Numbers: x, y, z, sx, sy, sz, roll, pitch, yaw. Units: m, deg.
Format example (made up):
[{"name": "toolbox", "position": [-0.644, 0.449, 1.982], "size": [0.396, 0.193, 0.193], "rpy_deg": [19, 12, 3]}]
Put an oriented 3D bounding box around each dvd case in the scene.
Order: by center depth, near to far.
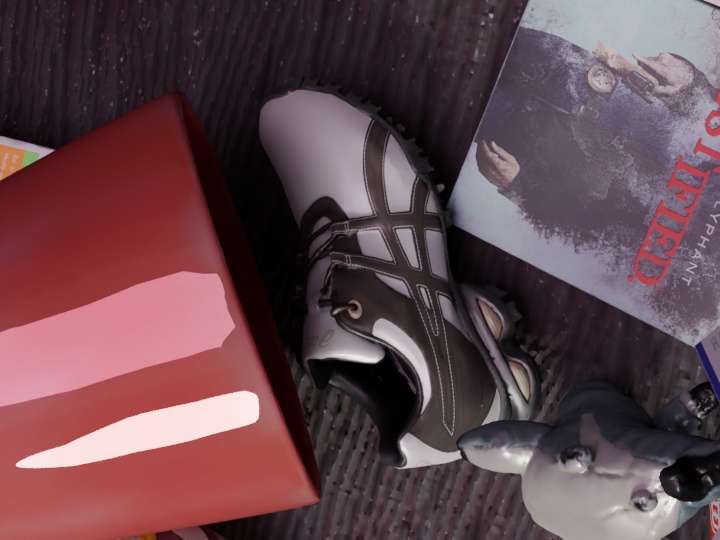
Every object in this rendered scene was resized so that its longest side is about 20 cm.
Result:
[{"name": "dvd case", "position": [0.148, -0.045, 0.868], "size": [0.200, 0.022, 0.146], "rpy_deg": [28, 108, 19]}]

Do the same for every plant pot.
[{"name": "plant pot", "position": [-0.131, 0.038, 0.887], "size": [0.177, 0.200, 0.201], "rpy_deg": [-18, 89, 1]}]

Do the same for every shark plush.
[{"name": "shark plush", "position": [0.114, 0.069, 0.808], "size": [0.083, 0.200, 0.091], "rpy_deg": [-42, 89, -19]}]

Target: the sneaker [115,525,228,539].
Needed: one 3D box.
[{"name": "sneaker", "position": [-0.140, 0.166, 1.012], "size": [0.200, 0.090, 0.075], "rpy_deg": [-16, 65, 52]}]

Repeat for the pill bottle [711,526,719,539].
[{"name": "pill bottle", "position": [0.215, 0.159, 0.711], "size": [0.109, 0.109, 0.200], "rpy_deg": [-37, 112, 25]}]

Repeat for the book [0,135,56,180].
[{"name": "book", "position": [-0.246, -0.015, 0.997], "size": [0.200, 0.048, 0.134], "rpy_deg": [15, 86, 6]}]

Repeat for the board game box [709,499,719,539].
[{"name": "board game box", "position": [0.227, 0.180, 0.807], "size": [0.151, 0.046, 0.200], "rpy_deg": [-4, 96, -8]}]

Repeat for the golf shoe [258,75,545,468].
[{"name": "golf shoe", "position": [0.000, 0.000, 0.898], "size": [0.200, 0.094, 0.078], "rpy_deg": [55, 143, 11]}]

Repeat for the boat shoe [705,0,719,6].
[{"name": "boat shoe", "position": [0.190, -0.138, 0.814], "size": [0.200, 0.072, 0.069], "rpy_deg": [26, 110, 30]}]

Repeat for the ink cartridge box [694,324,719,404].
[{"name": "ink cartridge box", "position": [0.224, -0.010, 0.772], "size": [0.200, 0.095, 0.037], "rpy_deg": [-40, 101, 11]}]
